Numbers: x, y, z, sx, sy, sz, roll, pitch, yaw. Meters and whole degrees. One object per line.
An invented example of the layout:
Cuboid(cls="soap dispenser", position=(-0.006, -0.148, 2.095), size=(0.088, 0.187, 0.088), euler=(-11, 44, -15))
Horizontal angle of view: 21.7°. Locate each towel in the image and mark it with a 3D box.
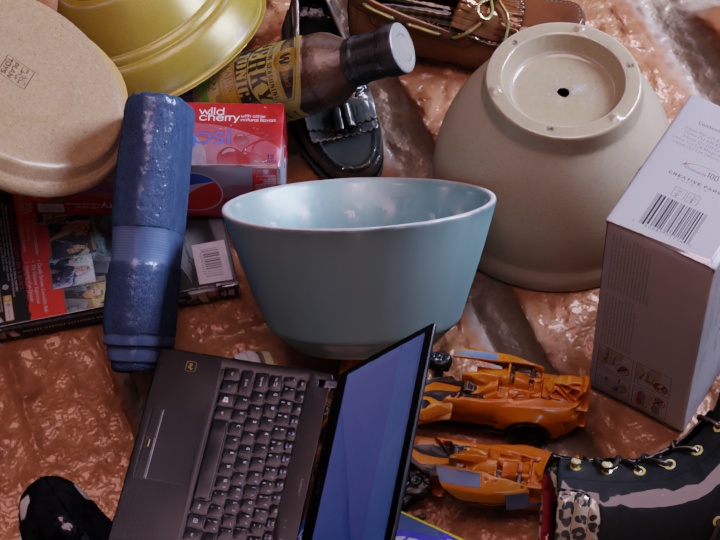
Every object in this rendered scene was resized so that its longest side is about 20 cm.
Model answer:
Cuboid(cls="towel", position=(-0.156, -0.026, 1.358), size=(0.048, 0.112, 0.202), euler=(5, 86, 2))

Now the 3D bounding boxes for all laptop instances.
Cuboid(cls="laptop", position=(-0.062, 0.120, 1.223), size=(0.198, 0.104, 0.178), euler=(9, 59, 8))

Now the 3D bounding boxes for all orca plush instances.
Cuboid(cls="orca plush", position=(-0.192, 0.213, 1.258), size=(0.104, 0.071, 0.201), euler=(-6, 53, -3))

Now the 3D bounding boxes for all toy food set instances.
Cuboid(cls="toy food set", position=(-0.261, -0.132, 1.371), size=(0.197, 0.049, 0.201), euler=(22, 45, -23))

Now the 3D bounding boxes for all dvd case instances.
Cuboid(cls="dvd case", position=(-0.204, -0.022, 1.468), size=(0.198, 0.022, 0.147), euler=(-12, 54, -7))

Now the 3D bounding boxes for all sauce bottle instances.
Cuboid(cls="sauce bottle", position=(-0.052, -0.152, 1.484), size=(0.199, 0.065, 0.065), euler=(-14, 47, 28))

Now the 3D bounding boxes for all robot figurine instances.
Cuboid(cls="robot figurine", position=(0.061, 0.109, 1.339), size=(0.198, 0.058, 0.146), euler=(7, 52, 6))

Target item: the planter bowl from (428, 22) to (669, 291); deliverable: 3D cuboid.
Cuboid(cls="planter bowl", position=(0.152, -0.105, 1.452), size=(0.198, 0.135, 0.201), euler=(-1, 52, 1))

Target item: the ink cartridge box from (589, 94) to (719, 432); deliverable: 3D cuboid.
Cuboid(cls="ink cartridge box", position=(0.243, -0.017, 1.342), size=(0.083, 0.201, 0.176), euler=(26, 58, 20))

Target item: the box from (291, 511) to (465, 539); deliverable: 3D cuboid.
Cuboid(cls="box", position=(0.050, 0.218, 1.255), size=(0.199, 0.065, 0.070), euler=(22, 56, 18))

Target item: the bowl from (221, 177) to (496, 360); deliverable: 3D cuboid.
Cuboid(cls="bowl", position=(0.000, 0.000, 1.365), size=(0.199, 0.106, 0.201), euler=(-1, 13, 0))

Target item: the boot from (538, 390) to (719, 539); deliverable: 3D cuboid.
Cuboid(cls="boot", position=(0.204, 0.126, 1.257), size=(0.152, 0.073, 0.205), euler=(8, 88, -5))

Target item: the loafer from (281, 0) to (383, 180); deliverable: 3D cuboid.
Cuboid(cls="loafer", position=(-0.029, -0.156, 1.538), size=(0.071, 0.063, 0.201), euler=(-12, 54, -8))

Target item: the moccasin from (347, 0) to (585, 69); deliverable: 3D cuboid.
Cuboid(cls="moccasin", position=(0.089, -0.218, 1.573), size=(0.200, 0.078, 0.074), euler=(11, 54, 9))

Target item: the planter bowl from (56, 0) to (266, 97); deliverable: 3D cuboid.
Cuboid(cls="planter bowl", position=(-0.183, -0.217, 1.528), size=(0.199, 0.084, 0.201), euler=(-17, 37, 13))

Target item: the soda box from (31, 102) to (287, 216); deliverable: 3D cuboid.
Cuboid(cls="soda box", position=(-0.157, -0.087, 1.463), size=(0.198, 0.064, 0.070), euler=(2, 51, 0))

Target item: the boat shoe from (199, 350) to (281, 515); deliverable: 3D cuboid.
Cuboid(cls="boat shoe", position=(-0.089, 0.142, 1.308), size=(0.068, 0.075, 0.201), euler=(1, 54, -5))
